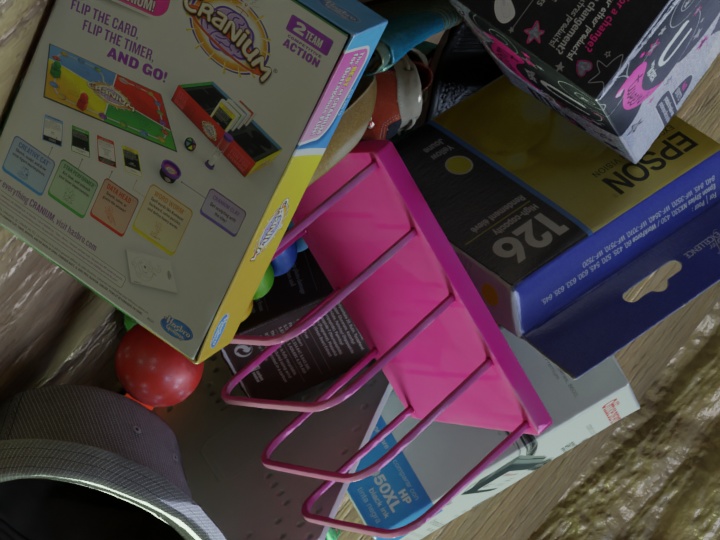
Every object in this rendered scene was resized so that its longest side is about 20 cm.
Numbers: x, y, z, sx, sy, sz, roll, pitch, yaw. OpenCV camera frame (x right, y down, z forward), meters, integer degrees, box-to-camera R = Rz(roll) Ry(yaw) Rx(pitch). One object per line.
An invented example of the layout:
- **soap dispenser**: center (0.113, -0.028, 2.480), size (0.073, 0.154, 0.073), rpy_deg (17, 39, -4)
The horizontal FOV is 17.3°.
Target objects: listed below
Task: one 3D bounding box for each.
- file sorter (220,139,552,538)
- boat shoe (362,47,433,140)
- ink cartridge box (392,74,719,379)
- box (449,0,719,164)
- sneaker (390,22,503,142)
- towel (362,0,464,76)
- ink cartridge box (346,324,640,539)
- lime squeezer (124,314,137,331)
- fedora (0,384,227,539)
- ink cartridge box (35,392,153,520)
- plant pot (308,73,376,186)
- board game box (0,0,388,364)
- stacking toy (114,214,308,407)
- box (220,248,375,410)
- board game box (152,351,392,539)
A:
- **file sorter**: center (-0.013, 0.042, 1.378), size (0.125, 0.200, 0.139), rpy_deg (-40, -159, -25)
- **boat shoe**: center (0.015, -0.118, 1.492), size (0.200, 0.062, 0.071), rpy_deg (-57, 138, -80)
- **ink cartridge box**: center (0.128, -0.044, 1.465), size (0.197, 0.200, 0.047), rpy_deg (-32, 141, -32)
- **box**: center (0.145, -0.156, 1.379), size (0.132, 0.115, 0.200), rpy_deg (-54, 164, 1)
- **sneaker**: center (0.063, -0.140, 1.609), size (0.083, 0.121, 0.200), rpy_deg (11, 117, -26)
- **towel**: center (-0.001, -0.139, 1.404), size (0.200, 0.146, 0.022), rpy_deg (-33, 111, -56)
- **ink cartridge box**: center (0.084, 0.102, 1.606), size (0.200, 0.084, 0.145), rpy_deg (-32, 167, 3)
- **lime squeezer**: center (-0.130, 0.024, 1.538), size (0.200, 0.038, 0.071), rpy_deg (83, 12, -68)
- **fedora**: center (-0.162, 0.137, 1.434), size (0.177, 0.200, 0.090), rpy_deg (-26, -139, 36)
- **ink cartridge box**: center (-0.192, 0.168, 1.610), size (0.200, 0.057, 0.163), rpy_deg (-28, 149, -51)
- **plant pot**: center (-0.072, -0.051, 1.325), size (0.200, 0.028, 0.200), rpy_deg (-30, -167, 7)
- **board game box**: center (-0.094, -0.077, 1.178), size (0.040, 0.153, 0.200), rpy_deg (-31, 153, -59)
- **stacking toy**: center (-0.083, 0.000, 1.458), size (0.200, 0.085, 0.085), rpy_deg (-59, 167, -21)
- **box**: center (0.000, 0.000, 1.545), size (0.200, 0.100, 0.075), rpy_deg (-24, 130, 4)
- **board game box**: center (-0.070, 0.119, 1.549), size (0.026, 0.200, 0.200), rpy_deg (57, 41, -31)
